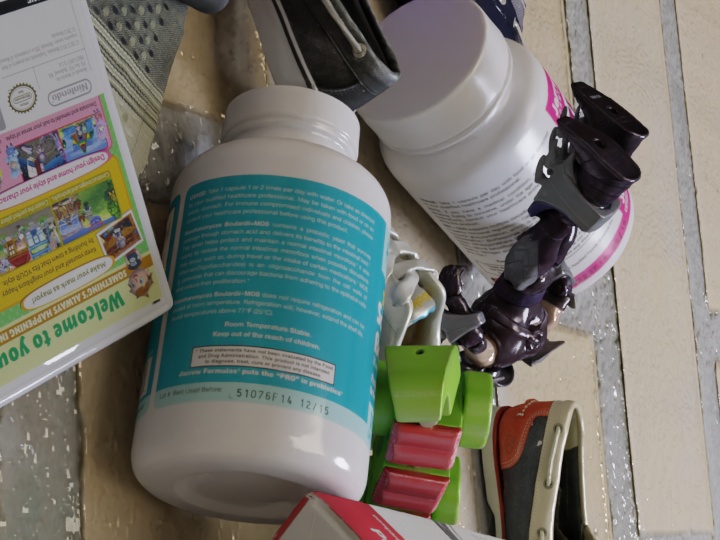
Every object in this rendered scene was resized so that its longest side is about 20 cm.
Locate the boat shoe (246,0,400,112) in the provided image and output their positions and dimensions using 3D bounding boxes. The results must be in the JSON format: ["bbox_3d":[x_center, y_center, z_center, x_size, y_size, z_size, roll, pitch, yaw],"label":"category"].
[{"bbox_3d":[-0.033,-0.177,0.882,0.074,0.068,0.200,11,56,-56],"label":"boat shoe"}]

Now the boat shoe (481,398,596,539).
[{"bbox_3d":[0.126,0.183,1.080,0.071,0.063,0.200,-4,86,-61],"label":"boat shoe"}]

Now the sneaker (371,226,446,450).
[{"bbox_3d":[0.000,0.000,0.906,0.077,0.081,0.200,-30,106,-56],"label":"sneaker"}]

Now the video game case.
[{"bbox_3d":[-0.167,-0.033,0.658,0.200,0.022,0.182,-33,113,-50],"label":"video game case"}]

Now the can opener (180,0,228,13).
[{"bbox_3d":[-0.111,-0.181,0.747,0.200,0.053,0.067,22,61,-56],"label":"can opener"}]

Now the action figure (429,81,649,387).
[{"bbox_3d":[0.098,-0.004,0.954,0.130,0.069,0.200,-33,154,-55],"label":"action figure"}]

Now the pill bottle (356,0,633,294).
[{"bbox_3d":[0.082,-0.074,1.034,0.200,0.113,0.113,45,45,-44],"label":"pill bottle"}]

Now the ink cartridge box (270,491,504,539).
[{"bbox_3d":[0.012,0.198,0.791,0.147,0.083,0.200,-54,145,9],"label":"ink cartridge box"}]

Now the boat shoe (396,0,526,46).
[{"bbox_3d":[0.054,-0.178,1.056,0.200,0.075,0.093,33,47,-51],"label":"boat shoe"}]

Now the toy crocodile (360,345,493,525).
[{"bbox_3d":[0.025,0.102,0.856,0.200,0.067,0.062,102,-6,-49],"label":"toy crocodile"}]

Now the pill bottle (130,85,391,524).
[{"bbox_3d":[-0.043,0.013,0.798,0.111,0.111,0.200,38,50,-49],"label":"pill bottle"}]

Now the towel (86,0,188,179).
[{"bbox_3d":[-0.149,-0.162,0.763,0.200,0.035,0.193,47,40,-39],"label":"towel"}]
